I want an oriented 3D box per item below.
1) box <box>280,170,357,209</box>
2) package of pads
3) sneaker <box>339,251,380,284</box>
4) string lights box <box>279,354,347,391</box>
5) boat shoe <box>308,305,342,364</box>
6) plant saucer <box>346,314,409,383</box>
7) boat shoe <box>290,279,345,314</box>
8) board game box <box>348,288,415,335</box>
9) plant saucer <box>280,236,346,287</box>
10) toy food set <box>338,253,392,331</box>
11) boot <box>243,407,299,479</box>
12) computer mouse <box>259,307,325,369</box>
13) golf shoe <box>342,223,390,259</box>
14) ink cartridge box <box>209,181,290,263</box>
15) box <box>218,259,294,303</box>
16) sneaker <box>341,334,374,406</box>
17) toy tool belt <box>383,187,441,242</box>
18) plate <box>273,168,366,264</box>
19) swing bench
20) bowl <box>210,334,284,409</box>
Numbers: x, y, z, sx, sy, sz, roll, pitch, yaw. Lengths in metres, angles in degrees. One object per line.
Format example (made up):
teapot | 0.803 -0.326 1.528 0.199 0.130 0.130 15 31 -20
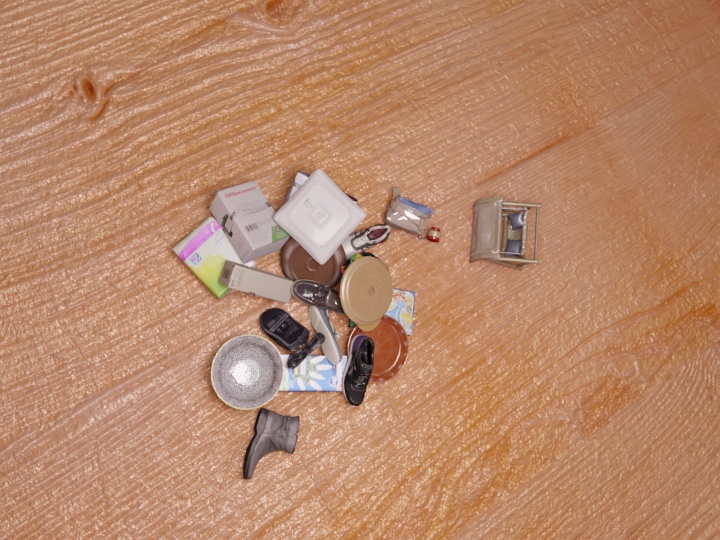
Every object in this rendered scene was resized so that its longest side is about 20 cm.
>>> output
box | -0.122 -0.197 1.741 0.198 0.115 0.134 26 101 -8
package of pads | -0.418 -0.037 1.685 0.154 0.068 0.200 -44 92 -16
sneaker | 0.000 0.000 1.758 0.075 0.079 0.199 44 35 24
string lights box | -0.140 0.299 1.693 0.197 0.059 0.105 3 77 -14
boat shoe | -0.089 0.180 1.699 0.061 0.073 0.201 -7 53 -31
plant saucer | 0.050 0.231 1.731 0.197 0.032 0.204 0 89 -20
boat shoe | -0.104 0.076 1.686 0.198 0.065 0.073 25 75 -23
board game box | 0.067 0.119 1.791 0.197 0.034 0.138 9 78 -12
plant saucer | -0.139 -0.021 1.716 0.197 0.037 0.204 0 109 0
toy food set | 0.018 0.057 1.662 0.200 0.048 0.200 42 68 -31
boot | -0.245 0.495 1.628 0.130 0.070 0.203 20 79 -15
computer mouse | -0.210 0.188 1.677 0.199 0.053 0.138 38 63 23
golf shoe | 0.002 -0.095 1.790 0.198 0.088 0.078 -28 88 -16
ink cartridge box | -0.320 -0.142 1.683 0.145 0.084 0.201 -25 77 -44
box | -0.292 0.033 1.651 0.198 0.082 0.069 19 91 -35
sneaker | -0.002 0.286 1.647 0.075 0.087 0.204 7 87 -20
toy tool belt | 0.177 -0.178 1.831 0.197 0.125 0.125 19 84 -10
plate | -0.115 -0.155 1.662 0.200 0.032 0.200 43 86 -5
swing bench | 0.466 -0.121 1.887 0.197 0.130 0.202 8 78 -12
bowl | -0.316 0.284 1.633 0.197 0.094 0.204 2 80 -12
